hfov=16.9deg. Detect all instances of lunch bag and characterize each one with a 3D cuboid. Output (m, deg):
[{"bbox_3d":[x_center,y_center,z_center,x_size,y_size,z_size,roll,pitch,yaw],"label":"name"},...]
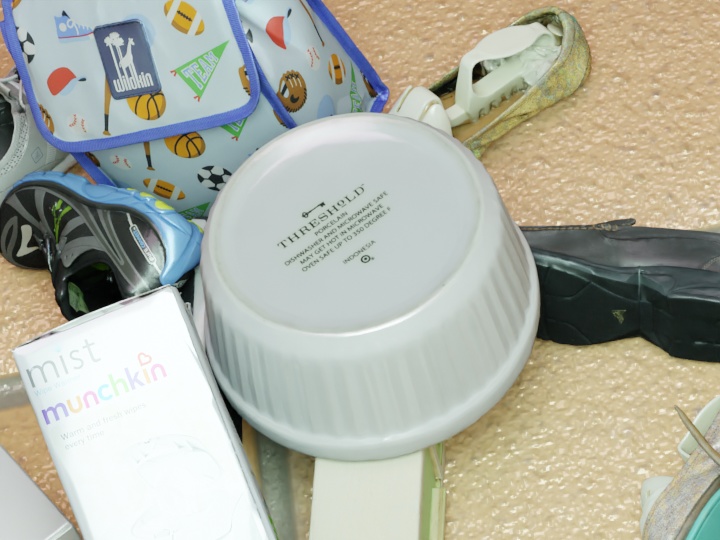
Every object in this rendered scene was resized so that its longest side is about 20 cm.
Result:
[{"bbox_3d":[-0.105,-0.119,1.497,0.169,0.200,0.124,-8,50,27],"label":"lunch bag"}]

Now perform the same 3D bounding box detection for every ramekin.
[{"bbox_3d":[0.000,0.000,1.380,0.201,0.094,0.203,-6,53,8],"label":"ramekin"}]

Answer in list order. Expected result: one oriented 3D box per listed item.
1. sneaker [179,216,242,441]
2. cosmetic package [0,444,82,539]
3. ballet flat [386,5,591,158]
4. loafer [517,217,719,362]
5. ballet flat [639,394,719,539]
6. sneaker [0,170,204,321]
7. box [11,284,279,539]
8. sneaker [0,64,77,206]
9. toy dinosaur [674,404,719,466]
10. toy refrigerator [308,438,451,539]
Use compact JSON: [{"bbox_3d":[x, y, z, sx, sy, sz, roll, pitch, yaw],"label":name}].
[{"bbox_3d":[-0.117,0.052,1.477,0.082,0.072,0.201,-7,53,9],"label":"sneaker"},{"bbox_3d":[-0.238,0.136,1.422,0.085,0.108,0.200,-37,54,-15],"label":"cosmetic package"},{"bbox_3d":[0.062,-0.104,1.555,0.200,0.071,0.071,-35,54,-13],"label":"ballet flat"},{"bbox_3d":[0.152,0.002,1.461,0.199,0.073,0.072,12,49,9],"label":"loafer"},{"bbox_3d":[0.199,0.121,1.370,0.067,0.068,0.200,11,50,43],"label":"ballet flat"},{"bbox_3d":[-0.174,-0.010,1.500,0.199,0.071,0.083,10,65,52],"label":"sneaker"},{"bbox_3d":[-0.104,0.114,1.312,0.096,0.200,0.177,-22,84,-4],"label":"box"},{"bbox_3d":[-0.215,-0.106,1.608,0.074,0.082,0.201,15,59,22],"label":"sneaker"},{"bbox_3d":[0.269,0.125,1.339,0.199,0.061,0.107,-4,50,-24],"label":"toy dinosaur"},{"bbox_3d":[0.014,0.123,1.394,0.070,0.076,0.201,-4,53,10],"label":"toy refrigerator"}]
